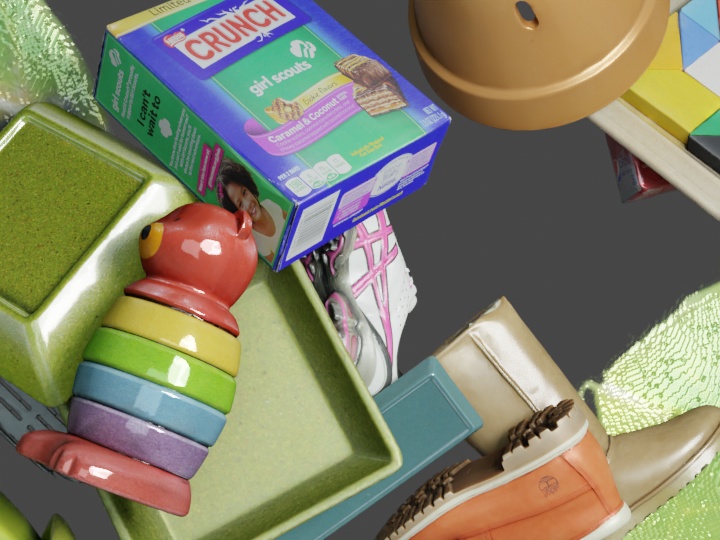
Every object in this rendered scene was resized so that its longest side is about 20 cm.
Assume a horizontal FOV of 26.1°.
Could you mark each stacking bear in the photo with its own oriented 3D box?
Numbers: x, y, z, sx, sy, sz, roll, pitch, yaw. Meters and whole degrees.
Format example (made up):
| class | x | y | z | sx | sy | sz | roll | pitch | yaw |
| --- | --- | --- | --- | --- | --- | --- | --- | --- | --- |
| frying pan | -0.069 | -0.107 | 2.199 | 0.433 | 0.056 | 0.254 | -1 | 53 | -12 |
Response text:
| class | x | y | z | sx | sy | sz | roll | pitch | yaw |
| --- | --- | --- | --- | --- | --- | --- | --- | --- | --- |
| stacking bear | -0.130 | 0.050 | 1.030 | 0.113 | 0.121 | 0.201 | 25 | 80 | -27 |

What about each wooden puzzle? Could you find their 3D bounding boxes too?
| class | x | y | z | sx | sy | sz | roll | pitch | yaw |
| --- | --- | --- | --- | --- | --- | --- | --- | --- | --- |
| wooden puzzle | 0.268 | -0.142 | 1.171 | 0.185 | 0.037 | 0.200 | -37 | 58 | -22 |

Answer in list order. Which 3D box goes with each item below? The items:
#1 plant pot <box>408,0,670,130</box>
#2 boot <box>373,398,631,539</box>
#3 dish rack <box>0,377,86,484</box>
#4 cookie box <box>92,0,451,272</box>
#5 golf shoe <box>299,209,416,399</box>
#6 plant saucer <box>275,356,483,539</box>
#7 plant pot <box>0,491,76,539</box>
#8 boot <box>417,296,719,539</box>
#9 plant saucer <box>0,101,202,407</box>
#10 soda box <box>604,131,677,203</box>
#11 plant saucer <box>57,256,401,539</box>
| class | x | y | z | sx | sy | sz | roll | pitch | yaw |
| --- | --- | --- | --- | --- | --- | --- | --- | --- | --- |
| plant pot | 0.118 | -0.223 | 1.140 | 0.198 | 0.140 | 0.202 | -8 | 62 | 16 |
| boot | 0.102 | 0.189 | 1.154 | 0.199 | 0.075 | 0.108 | -31 | 99 | 23 |
| dish rack | -0.199 | 0.054 | 1.174 | 0.153 | 0.055 | 0.200 | 43 | 84 | 1 |
| cookie box | -0.065 | -0.117 | 1.121 | 0.200 | 0.075 | 0.171 | 42 | 47 | 19 |
| golf shoe | 0.000 | 0.000 | 1.195 | 0.092 | 0.072 | 0.202 | 11 | 77 | -36 |
| plant saucer | -0.005 | 0.149 | 1.169 | 0.199 | 0.019 | 0.070 | -36 | 104 | 6 |
| plant pot | -0.304 | 0.232 | 1.085 | 0.180 | 0.199 | 0.201 | 26 | 83 | -9 |
| boot | 0.165 | 0.101 | 1.192 | 0.175 | 0.066 | 0.200 | -40 | 88 | -5 |
| plant saucer | -0.231 | -0.030 | 1.116 | 0.199 | 0.048 | 0.200 | 27 | 68 | 28 |
| soda box | 0.298 | -0.111 | 1.223 | 0.198 | 0.063 | 0.071 | -13 | 86 | -6 |
| plant saucer | -0.100 | 0.100 | 1.107 | 0.199 | 0.048 | 0.201 | -28 | 78 | -4 |
